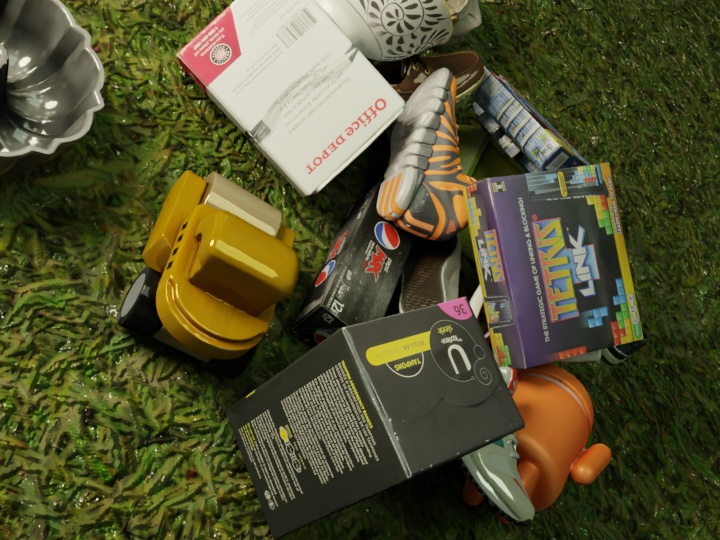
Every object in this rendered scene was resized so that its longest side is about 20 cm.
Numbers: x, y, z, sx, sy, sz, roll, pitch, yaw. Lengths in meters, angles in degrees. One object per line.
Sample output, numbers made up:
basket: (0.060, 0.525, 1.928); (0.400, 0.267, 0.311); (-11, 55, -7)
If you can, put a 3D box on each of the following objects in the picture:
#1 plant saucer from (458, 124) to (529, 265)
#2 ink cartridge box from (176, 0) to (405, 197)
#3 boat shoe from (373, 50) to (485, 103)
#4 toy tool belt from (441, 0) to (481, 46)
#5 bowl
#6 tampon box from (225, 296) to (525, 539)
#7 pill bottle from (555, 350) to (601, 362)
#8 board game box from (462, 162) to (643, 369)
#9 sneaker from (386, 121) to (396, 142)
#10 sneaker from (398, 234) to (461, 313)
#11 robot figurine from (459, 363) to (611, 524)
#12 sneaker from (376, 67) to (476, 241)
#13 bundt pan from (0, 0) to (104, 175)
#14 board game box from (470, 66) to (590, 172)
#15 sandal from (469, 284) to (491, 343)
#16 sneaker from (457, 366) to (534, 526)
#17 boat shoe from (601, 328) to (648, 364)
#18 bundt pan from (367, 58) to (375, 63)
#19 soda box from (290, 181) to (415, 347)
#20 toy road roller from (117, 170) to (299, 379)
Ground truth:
plant saucer: (0.183, -0.088, 1.149); (0.200, 0.048, 0.200); (42, 46, -12)
ink cartridge box: (-0.072, -0.196, 0.933); (0.145, 0.083, 0.200); (-43, 97, -5)
boat shoe: (0.057, -0.224, 1.031); (0.200, 0.068, 0.072); (-20, 43, -13)
toy tool belt: (0.084, -0.414, 1.219); (0.123, 0.125, 0.200); (1, 63, -48)
bowl: (-0.003, -0.295, 0.955); (0.094, 0.201, 0.201); (-45, 97, -6)
tampon box: (0.007, 0.127, 0.760); (0.150, 0.200, 0.126); (-11, 72, -44)
pill bottle: (0.225, 0.009, 1.039); (0.111, 0.111, 0.200); (4, 82, -38)
board game box: (0.208, -0.007, 0.940); (0.165, 0.057, 0.200); (-11, 88, -27)
sneaker: (0.073, -0.159, 1.061); (0.075, 0.082, 0.200); (-5, 62, -2)
sneaker: (0.076, 0.024, 0.994); (0.200, 0.073, 0.085); (-72, 156, -52)
robot figurine: (0.180, 0.177, 0.933); (0.200, 0.144, 0.117); (-44, 114, -46)
sneaker: (0.092, -0.121, 0.975); (0.112, 0.078, 0.200); (26, 69, -23)
bundt pan: (-0.326, -0.164, 0.742); (0.202, 0.076, 0.202); (20, 54, -29)
board game box: (0.211, -0.191, 1.168); (0.200, 0.062, 0.200); (52, 19, 24)
sandal: (0.114, 0.102, 0.949); (0.050, 0.083, 0.203); (25, 60, 5)
sneaker: (0.122, 0.140, 0.831); (0.200, 0.093, 0.070); (57, 0, 24)
boat shoe: (0.326, 0.024, 1.183); (0.074, 0.066, 0.200); (-5, 68, -44)
bundt pan: (-0.060, -0.315, 1.067); (0.202, 0.076, 0.202); (20, 54, -30)
soda box: (0.000, 0.000, 0.931); (0.071, 0.063, 0.200); (38, 46, -15)
toy road roller: (-0.115, -0.013, 0.784); (0.123, 0.146, 0.200); (30, 49, -22)
